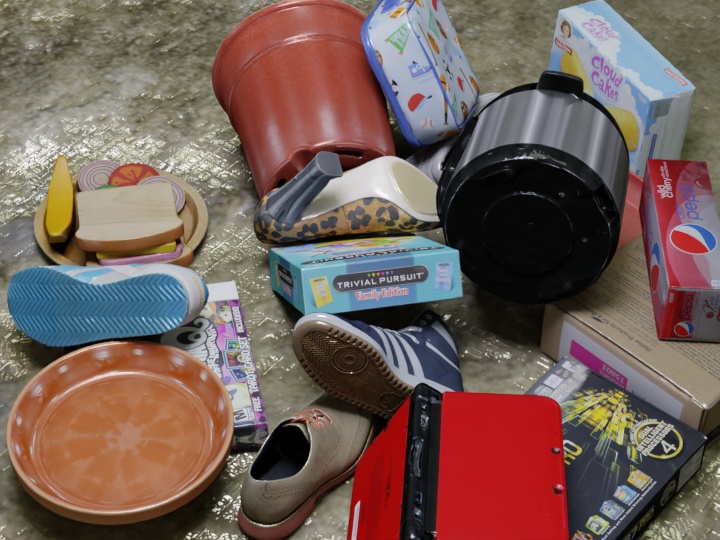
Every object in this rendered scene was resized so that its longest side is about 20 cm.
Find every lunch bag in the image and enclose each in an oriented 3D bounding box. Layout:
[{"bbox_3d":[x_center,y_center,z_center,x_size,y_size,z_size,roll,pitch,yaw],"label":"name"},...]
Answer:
[{"bbox_3d":[0.063,-0.230,1.636,0.075,0.161,0.200,-23,17,18],"label":"lunch bag"}]

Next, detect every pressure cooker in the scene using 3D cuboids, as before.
[{"bbox_3d":[0.175,-0.083,1.480,0.175,0.179,0.200,-30,21,31],"label":"pressure cooker"}]

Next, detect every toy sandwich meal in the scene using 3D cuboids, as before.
[{"bbox_3d":[-0.252,-0.063,1.588,0.203,0.071,0.206,2,41,-2],"label":"toy sandwich meal"}]

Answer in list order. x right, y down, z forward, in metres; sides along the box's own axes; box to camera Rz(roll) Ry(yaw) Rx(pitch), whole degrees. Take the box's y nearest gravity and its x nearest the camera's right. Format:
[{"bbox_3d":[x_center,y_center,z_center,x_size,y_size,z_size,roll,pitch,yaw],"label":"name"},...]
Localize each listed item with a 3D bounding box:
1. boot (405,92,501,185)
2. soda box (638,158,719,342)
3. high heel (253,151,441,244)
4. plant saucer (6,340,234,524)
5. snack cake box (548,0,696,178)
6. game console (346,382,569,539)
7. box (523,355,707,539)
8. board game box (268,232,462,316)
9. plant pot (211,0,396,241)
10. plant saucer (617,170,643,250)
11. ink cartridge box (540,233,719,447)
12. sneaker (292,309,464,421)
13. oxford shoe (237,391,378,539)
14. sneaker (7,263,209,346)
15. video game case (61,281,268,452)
[{"bbox_3d":[0.129,-0.140,1.672,0.200,0.074,0.095,-43,15,-32],"label":"boot"},{"bbox_3d":[0.313,-0.023,1.470,0.063,0.070,0.201,2,40,1],"label":"soda box"},{"bbox_3d":[-0.006,-0.056,1.555,0.199,0.142,0.072,15,53,-34],"label":"high heel"},{"bbox_3d":[-0.210,0.143,1.336,0.198,0.032,0.201,1,44,-1],"label":"plant saucer"},{"bbox_3d":[0.299,-0.212,1.760,0.067,0.116,0.200,-16,44,-20],"label":"snack cake box"},{"bbox_3d":[0.076,0.199,1.268,0.118,0.173,0.201,28,31,-13],"label":"game console"},{"bbox_3d":[0.192,0.180,1.360,0.161,0.049,0.200,29,49,30],"label":"box"},{"bbox_3d":[0.000,0.000,1.474,0.150,0.047,0.200,-7,8,-12],"label":"board game box"},{"bbox_3d":[-0.048,-0.152,1.624,0.199,0.202,0.196,-6,50,-11],"label":"plant pot"},{"bbox_3d":[0.228,-0.056,1.639,0.199,0.037,0.199,-26,49,-30],"label":"plant saucer"},{"bbox_3d":[0.301,0.067,1.475,0.164,0.076,0.200,-30,51,-31],"label":"ink cartridge box"},{"bbox_3d":[0.018,0.071,1.399,0.199,0.070,0.109,33,36,-27],"label":"sneaker"},{"bbox_3d":[-0.040,0.153,1.354,0.070,0.075,0.200,19,43,19],"label":"oxford shoe"},{"bbox_3d":[-0.241,0.030,1.435,0.198,0.077,0.081,2,6,18],"label":"sneaker"},{"bbox_3d":[-0.191,0.097,1.437,0.180,0.036,0.201,-7,43,-9],"label":"video game case"}]
